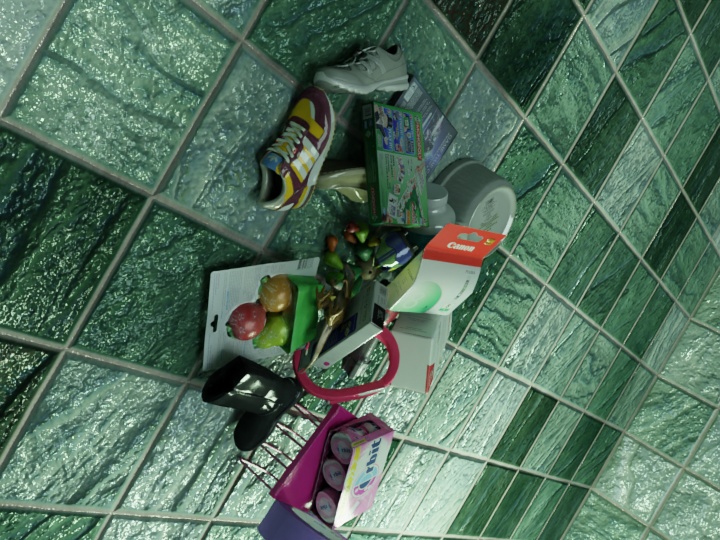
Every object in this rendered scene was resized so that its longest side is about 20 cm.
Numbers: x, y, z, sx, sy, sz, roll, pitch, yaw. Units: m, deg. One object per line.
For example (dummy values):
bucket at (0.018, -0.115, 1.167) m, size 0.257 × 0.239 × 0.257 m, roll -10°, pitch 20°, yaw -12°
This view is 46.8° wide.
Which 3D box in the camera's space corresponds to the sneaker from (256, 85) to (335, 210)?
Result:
sneaker at (-0.102, -0.183, 1.270) m, size 0.090 × 0.075 × 0.200 m, roll -11°, pitch 122°, yaw -51°

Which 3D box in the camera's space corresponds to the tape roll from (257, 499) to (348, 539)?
tape roll at (-0.087, 0.494, 1.505) m, size 0.066 × 0.200 × 0.200 m, roll -56°, pitch 144°, yaw -10°

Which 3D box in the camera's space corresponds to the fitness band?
fitness band at (-0.025, 0.164, 1.514) m, size 0.200 × 0.144 × 0.037 m, roll -10°, pitch 156°, yaw -15°

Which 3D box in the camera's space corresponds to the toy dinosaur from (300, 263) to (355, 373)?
toy dinosaur at (-0.047, 0.080, 1.387) m, size 0.200 × 0.060 × 0.106 m, roll -64°, pitch 159°, yaw -15°

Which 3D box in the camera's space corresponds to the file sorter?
file sorter at (-0.110, 0.324, 1.567) m, size 0.200 × 0.125 × 0.139 m, roll -53°, pitch 145°, yaw -7°

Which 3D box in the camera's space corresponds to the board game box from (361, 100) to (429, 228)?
board game box at (0.060, -0.174, 1.397) m, size 0.134 × 0.029 × 0.201 m, roll 1°, pitch 84°, yaw -51°

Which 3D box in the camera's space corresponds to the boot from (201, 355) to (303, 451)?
boot at (-0.202, 0.231, 1.411) m, size 0.165 × 0.066 × 0.200 m, roll -51°, pitch 154°, yaw 2°

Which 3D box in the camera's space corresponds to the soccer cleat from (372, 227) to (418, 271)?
soccer cleat at (0.053, -0.032, 1.459) m, size 0.084 × 0.065 × 0.200 m, roll -33°, pitch 178°, yaw 0°

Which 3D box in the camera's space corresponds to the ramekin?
ramekin at (0.224, -0.114, 1.673) m, size 0.200 × 0.105 × 0.201 m, roll -28°, pitch 134°, yaw -34°

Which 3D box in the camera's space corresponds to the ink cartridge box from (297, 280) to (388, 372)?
ink cartridge box at (-0.032, 0.103, 1.422) m, size 0.037 × 0.095 × 0.200 m, roll 35°, pitch 131°, yaw -25°

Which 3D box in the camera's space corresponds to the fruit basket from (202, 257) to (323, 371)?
fruit basket at (-0.167, 0.068, 1.379) m, size 0.200 × 0.094 × 0.186 m, roll -7°, pitch 120°, yaw -29°

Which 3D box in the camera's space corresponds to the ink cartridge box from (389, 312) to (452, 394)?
ink cartridge box at (0.125, 0.126, 1.675) m, size 0.200 × 0.083 × 0.146 m, roll -60°, pitch 156°, yaw -53°

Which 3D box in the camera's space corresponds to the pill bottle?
pill bottle at (0.120, -0.063, 1.579) m, size 0.111 × 0.111 × 0.200 m, roll -26°, pitch 134°, yaw -37°

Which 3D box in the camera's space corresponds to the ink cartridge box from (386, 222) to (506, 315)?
ink cartridge box at (0.157, 0.004, 1.499) m, size 0.161 × 0.050 × 0.200 m, roll 7°, pitch 140°, yaw -41°

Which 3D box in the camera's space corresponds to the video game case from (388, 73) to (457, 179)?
video game case at (0.096, -0.243, 1.508) m, size 0.143 × 0.019 × 0.200 m, roll -57°, pitch 144°, yaw -3°

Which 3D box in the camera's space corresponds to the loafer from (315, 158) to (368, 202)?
loafer at (-0.011, -0.149, 1.399) m, size 0.200 × 0.076 × 0.068 m, roll -11°, pitch 115°, yaw -46°

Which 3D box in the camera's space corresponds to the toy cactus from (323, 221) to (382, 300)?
toy cactus at (0.000, 0.000, 1.515) m, size 0.165 × 0.102 × 0.200 m, roll -17°, pitch 118°, yaw -55°

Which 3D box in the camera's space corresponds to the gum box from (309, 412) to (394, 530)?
gum box at (-0.015, 0.368, 1.547) m, size 0.113 × 0.066 × 0.200 m, roll -14°, pitch 126°, yaw -47°

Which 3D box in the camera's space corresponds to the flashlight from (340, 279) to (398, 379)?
flashlight at (0.023, 0.113, 1.608) m, size 0.068 × 0.068 × 0.200 m, roll -7°, pitch 133°, yaw -45°

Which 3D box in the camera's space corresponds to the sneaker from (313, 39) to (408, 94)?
sneaker at (-0.002, -0.322, 1.312) m, size 0.200 × 0.075 × 0.082 m, roll -19°, pitch 114°, yaw -49°
